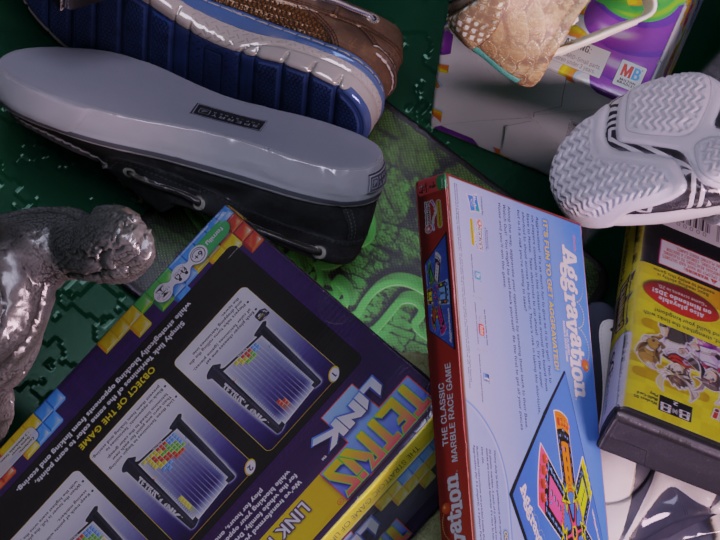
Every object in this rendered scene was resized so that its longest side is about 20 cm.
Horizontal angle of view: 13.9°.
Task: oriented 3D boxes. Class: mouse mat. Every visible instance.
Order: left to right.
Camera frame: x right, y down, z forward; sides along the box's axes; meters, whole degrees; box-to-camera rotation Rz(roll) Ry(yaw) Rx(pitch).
[{"bbox_3d":[0.000,0.000,1.418,0.200,0.008,0.161,37,69,13],"label":"mouse mat"}]

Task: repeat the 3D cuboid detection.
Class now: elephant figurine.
[{"bbox_3d":[-0.195,0.018,1.302,0.141,0.156,0.200,-18,38,-30],"label":"elephant figurine"}]

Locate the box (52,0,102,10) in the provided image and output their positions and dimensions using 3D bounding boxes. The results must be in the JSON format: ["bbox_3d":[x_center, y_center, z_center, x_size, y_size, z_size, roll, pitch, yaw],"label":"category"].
[{"bbox_3d":[-0.092,-0.213,1.440,0.199,0.046,0.159,-19,50,-25],"label":"box"}]

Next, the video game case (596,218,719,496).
[{"bbox_3d":[0.208,0.048,1.338,0.199,0.026,0.181,22,40,-7],"label":"video game case"}]

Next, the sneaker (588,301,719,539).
[{"bbox_3d":[0.096,0.081,1.352,0.198,0.080,0.130,-22,59,-3],"label":"sneaker"}]

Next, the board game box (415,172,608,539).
[{"bbox_3d":[0.067,0.066,1.245,0.019,0.103,0.201,-17,68,36],"label":"board game box"}]

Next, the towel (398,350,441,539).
[{"bbox_3d":[-0.011,0.104,1.311,0.199,0.036,0.149,-4,61,26],"label":"towel"}]

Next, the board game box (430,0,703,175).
[{"bbox_3d":[0.120,-0.156,1.440,0.102,0.105,0.201,22,66,7],"label":"board game box"}]

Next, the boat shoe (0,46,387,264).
[{"bbox_3d":[-0.085,-0.054,1.401,0.199,0.057,0.069,18,28,14],"label":"boat shoe"}]

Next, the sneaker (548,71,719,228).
[{"bbox_3d":[0.190,-0.036,1.346,0.199,0.115,0.075,-16,46,3],"label":"sneaker"}]

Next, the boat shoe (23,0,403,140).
[{"bbox_3d":[-0.073,-0.124,1.440,0.199,0.072,0.073,25,52,9],"label":"boat shoe"}]

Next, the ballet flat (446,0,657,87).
[{"bbox_3d":[0.126,-0.153,1.357,0.200,0.070,0.065,-38,99,-14],"label":"ballet flat"}]

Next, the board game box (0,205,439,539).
[{"bbox_3d":[-0.067,0.095,1.289,0.200,0.057,0.165,-47,54,-3],"label":"board game box"}]
